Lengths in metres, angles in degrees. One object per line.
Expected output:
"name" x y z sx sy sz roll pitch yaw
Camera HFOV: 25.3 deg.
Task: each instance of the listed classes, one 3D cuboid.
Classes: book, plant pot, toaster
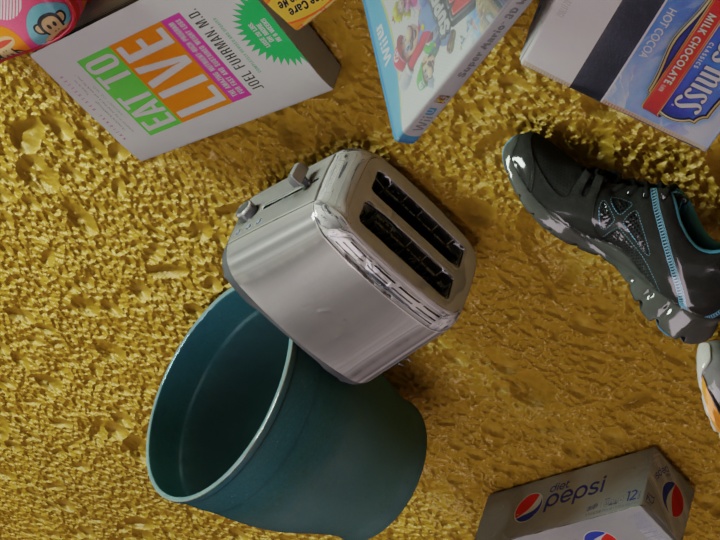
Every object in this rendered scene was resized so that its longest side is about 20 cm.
"book" -0.130 -0.161 1.201 0.199 0.048 0.134 -17 129 35
"plant pot" -0.050 0.137 1.374 0.187 0.202 0.199 30 141 -30
"toaster" 0.000 0.000 1.253 0.200 0.114 0.129 43 134 -18

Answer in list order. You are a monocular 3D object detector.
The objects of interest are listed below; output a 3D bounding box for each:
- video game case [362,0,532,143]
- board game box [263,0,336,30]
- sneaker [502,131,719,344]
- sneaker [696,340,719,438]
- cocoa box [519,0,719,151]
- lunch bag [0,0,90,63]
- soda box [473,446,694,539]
"video game case" 0.059 -0.194 1.003 0.018 0.144 0.200 4 148 -28
"board game box" -0.016 -0.302 0.871 0.199 0.201 0.199 40 137 -19
"sneaker" 0.190 -0.041 1.138 0.200 0.073 0.082 40 120 11
"sneaker" 0.334 0.112 1.247 0.199 0.079 0.077 37 131 -25
"cocoa box" 0.199 -0.197 0.930 0.130 0.134 0.201 25 140 -3
"lunch bag" -0.303 -0.233 1.173 0.199 0.082 0.177 -13 127 36
"soda box" 0.195 0.223 1.429 0.199 0.069 0.063 -25 119 41
